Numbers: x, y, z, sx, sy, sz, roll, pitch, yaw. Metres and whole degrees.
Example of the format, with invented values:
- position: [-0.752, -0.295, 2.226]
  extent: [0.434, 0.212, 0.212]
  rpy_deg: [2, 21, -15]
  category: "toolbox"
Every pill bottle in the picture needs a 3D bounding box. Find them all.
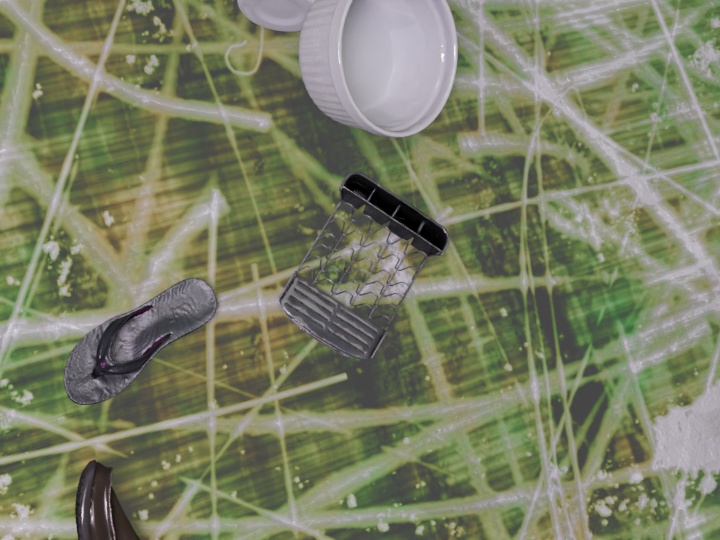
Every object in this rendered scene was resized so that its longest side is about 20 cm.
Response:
- position: [-0.091, -0.421, 1.122]
  extent: [0.110, 0.111, 0.201]
  rpy_deg: [9, 75, -12]
  category: "pill bottle"

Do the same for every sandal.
- position: [-0.253, 0.073, 0.996]
  extent: [0.200, 0.048, 0.075]
  rpy_deg: [-39, 89, -20]
  category: "sandal"

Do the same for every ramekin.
- position: [0.016, -0.268, 1.079]
  extent: [0.199, 0.105, 0.201]
  rpy_deg: [-11, 107, -40]
  category: "ramekin"

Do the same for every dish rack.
- position: [0.000, 0.000, 1.075]
  extent: [0.153, 0.055, 0.201]
  rpy_deg: [32, 72, -4]
  category: "dish rack"

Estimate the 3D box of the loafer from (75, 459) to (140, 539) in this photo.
- position: [-0.262, 0.301, 0.934]
  extent: [0.071, 0.073, 0.201]
  rpy_deg: [-5, 86, -21]
  category: "loafer"
